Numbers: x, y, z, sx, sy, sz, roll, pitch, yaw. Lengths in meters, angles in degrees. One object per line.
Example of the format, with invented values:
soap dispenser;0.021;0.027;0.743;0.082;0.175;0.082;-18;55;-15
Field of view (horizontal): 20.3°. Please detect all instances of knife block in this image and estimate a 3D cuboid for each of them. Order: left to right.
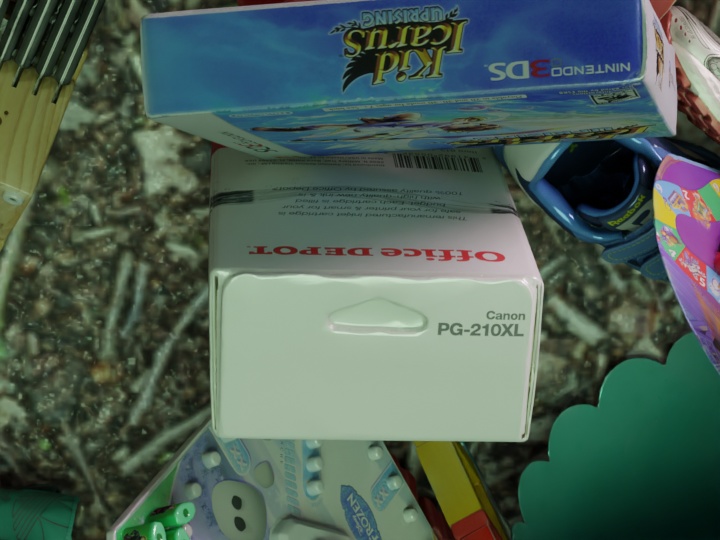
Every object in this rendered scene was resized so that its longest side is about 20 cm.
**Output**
knife block;-0.170;-0.105;0.980;0.064;0.177;0.200;23;154;-12

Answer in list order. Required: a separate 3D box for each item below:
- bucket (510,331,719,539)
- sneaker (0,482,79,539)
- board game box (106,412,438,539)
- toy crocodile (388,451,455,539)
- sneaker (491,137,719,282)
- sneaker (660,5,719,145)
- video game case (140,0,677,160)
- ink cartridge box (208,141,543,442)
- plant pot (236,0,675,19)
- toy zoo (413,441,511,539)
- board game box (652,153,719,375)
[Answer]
bucket;0.190;0.145;1.030;0.206;0.208;0.135;-27;120;7
sneaker;-0.209;0.120;1.048;0.120;0.084;0.201;-6;121;4
board game box;-0.016;0.150;0.964;0.026;0.200;0.201;-18;109;35
toy crocodile;0.010;0.128;1.078;0.062;0.068;0.200;-37;110;11
sneaker;0.138;-0.035;1.004;0.199;0.082;0.074;28;109;-30
sneaker;0.225;-0.083;1.009;0.199;0.078;0.082;27;102;-23
video game case;0.029;-0.080;0.853;0.198;0.181;0.046;-3;88;13
ink cartridge box;0.000;0.000;0.951;0.144;0.200;0.085;1;113;-4
plant pot;0.053;-0.188;0.892;0.176;0.201;0.202;8;113;-19
toy zoo;0.077;0.163;1.036;0.020;0.201;0.131;-28;140;4
board game box;0.219;0.011;0.945;0.199;0.159;0.039;15;138;-42
